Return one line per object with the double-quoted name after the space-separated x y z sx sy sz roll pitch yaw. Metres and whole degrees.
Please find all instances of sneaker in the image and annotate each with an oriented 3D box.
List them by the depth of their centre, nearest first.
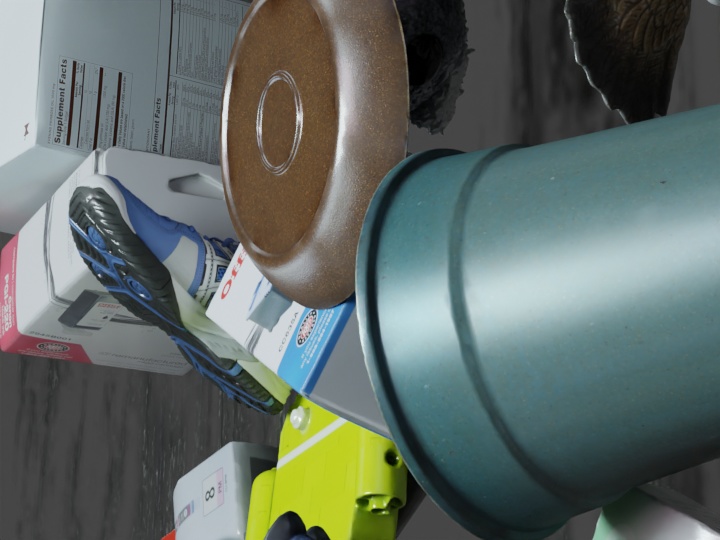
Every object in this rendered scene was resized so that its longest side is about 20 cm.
-0.104 0.003 1.473 0.076 0.200 0.077 11 60 54 "sneaker"

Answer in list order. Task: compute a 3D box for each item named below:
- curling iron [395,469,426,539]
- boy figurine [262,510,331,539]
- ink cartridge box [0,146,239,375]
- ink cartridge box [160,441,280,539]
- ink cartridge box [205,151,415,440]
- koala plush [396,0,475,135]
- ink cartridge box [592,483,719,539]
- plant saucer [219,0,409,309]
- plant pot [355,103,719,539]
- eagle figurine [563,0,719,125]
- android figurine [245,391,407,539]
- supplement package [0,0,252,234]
0.051 0.089 1.386 0.050 0.026 0.200 -91 22 -63 "curling iron"
0.038 0.199 1.284 0.200 0.124 0.064 26 83 26 "boy figurine"
-0.146 -0.002 1.598 0.200 0.145 0.085 141 133 -56 "ink cartridge box"
-0.113 0.227 1.578 0.200 0.057 0.163 -35 51 42 "ink cartridge box"
0.000 0.000 1.359 0.147 0.086 0.200 -64 23 2 "ink cartridge box"
0.027 -0.173 1.386 0.184 0.177 0.200 57 135 48 "koala plush"
0.167 0.207 1.129 0.200 0.050 0.161 28 103 60 "ink cartridge box"
-0.032 -0.079 1.271 0.200 0.032 0.200 -3 86 63 "plant saucer"
0.134 0.012 1.106 0.196 0.200 0.200 -19 62 35 "plant pot"
0.175 -0.175 1.190 0.152 0.151 0.200 -46 31 26 "eagle figurine"
-0.018 0.129 1.438 0.182 0.041 0.200 -37 42 55 "android figurine"
-0.176 -0.109 1.655 0.191 0.200 0.147 -22 61 53 "supplement package"
